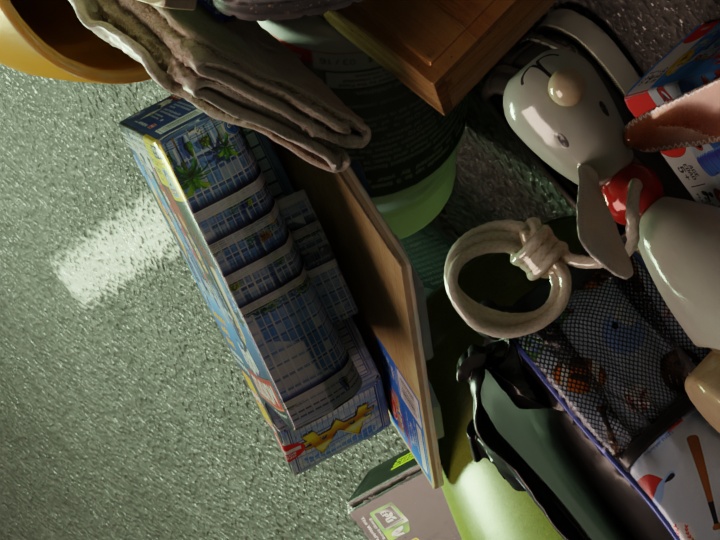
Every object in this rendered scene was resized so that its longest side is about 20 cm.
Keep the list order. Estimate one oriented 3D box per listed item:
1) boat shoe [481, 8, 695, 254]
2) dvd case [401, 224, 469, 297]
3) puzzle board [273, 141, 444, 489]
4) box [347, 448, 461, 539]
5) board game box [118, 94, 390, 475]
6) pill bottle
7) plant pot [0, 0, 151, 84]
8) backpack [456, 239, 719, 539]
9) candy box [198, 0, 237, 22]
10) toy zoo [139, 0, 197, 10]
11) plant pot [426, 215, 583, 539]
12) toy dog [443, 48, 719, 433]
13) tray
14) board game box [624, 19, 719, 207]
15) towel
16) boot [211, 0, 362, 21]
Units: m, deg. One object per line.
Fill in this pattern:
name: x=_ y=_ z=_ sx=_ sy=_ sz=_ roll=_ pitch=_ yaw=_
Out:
boat shoe: x=0.135 y=-0.030 z=1.414 sx=0.202 sy=0.060 sz=0.072 roll=53 pitch=160 yaw=-9
dvd case: x=-0.008 y=-0.017 z=1.658 sx=0.200 sy=0.146 sz=0.022 roll=41 pitch=117 yaw=18
puzzle board: x=0.000 y=0.000 z=1.439 sx=0.151 sy=0.017 sz=0.200 roll=57 pitch=167 yaw=33
box: x=0.122 y=0.164 z=1.669 sx=0.193 sy=0.048 sz=0.200 roll=-29 pitch=103 yaw=34
board game box: x=-0.042 y=0.008 z=1.427 sx=0.201 sy=0.061 sz=0.200 roll=64 pitch=174 yaw=-10
pill bottle: x=-0.002 y=-0.105 z=1.491 sx=0.114 sy=0.114 sz=0.200 roll=40 pitch=158 yaw=25
plant pot: x=-0.182 y=-0.199 z=1.496 sx=0.183 sy=0.200 sz=0.201 roll=6 pitch=135 yaw=42
backpack: x=0.145 y=0.084 z=1.312 sx=0.191 sy=0.154 sz=0.200 roll=57 pitch=177 yaw=12
candy box: x=-0.062 y=-0.242 z=1.303 sx=0.169 sy=0.077 sz=0.201 roll=41 pitch=126 yaw=24
toy zoo: x=-0.103 y=-0.222 z=1.253 sx=0.131 sy=0.020 sz=0.201 roll=18 pitch=102 yaw=42
plant pot: x=0.117 y=0.084 z=1.505 sx=0.193 sy=0.200 sz=0.201 roll=55 pitch=163 yaw=17
toy dog: x=0.139 y=-0.012 z=1.194 sx=0.199 sy=0.132 sz=0.096 roll=26 pitch=165 yaw=2
tray: x=0.000 y=-0.171 z=1.383 sx=0.200 sy=0.099 sz=0.037 roll=40 pitch=169 yaw=25
board game box: x=0.228 y=-0.024 z=1.235 sx=0.200 sy=0.056 sz=0.196 roll=53 pitch=160 yaw=-9
towel: x=-0.088 y=-0.118 z=1.343 sx=0.132 sy=0.035 sz=0.200 roll=26 pitch=-164 yaw=-47
boot: x=0.011 y=-0.194 z=1.211 sx=0.070 sy=0.199 sz=0.132 roll=60 pitch=175 yaw=44
